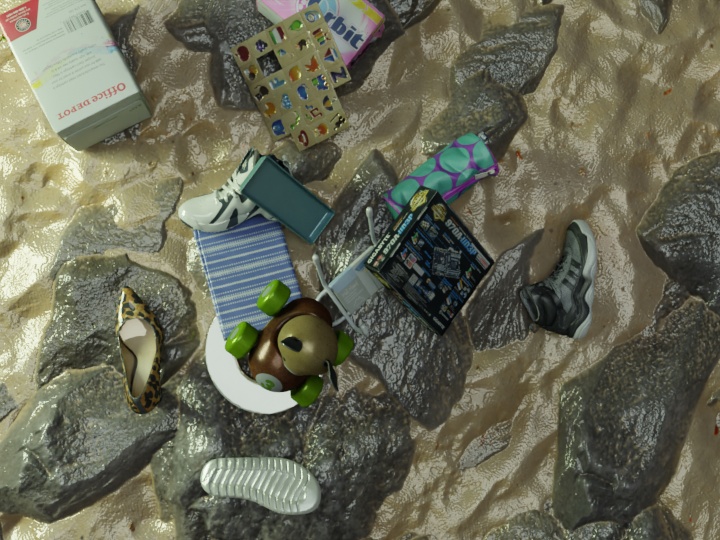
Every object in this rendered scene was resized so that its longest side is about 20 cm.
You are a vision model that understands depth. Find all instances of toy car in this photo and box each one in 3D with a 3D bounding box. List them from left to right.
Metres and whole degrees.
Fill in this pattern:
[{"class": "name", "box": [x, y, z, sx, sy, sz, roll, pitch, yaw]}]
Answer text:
[{"class": "toy car", "box": [-0.091, 0.125, 1.185, 0.164, 0.200, 0.159, 39, 87, -17]}]

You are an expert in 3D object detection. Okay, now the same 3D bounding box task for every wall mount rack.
[{"class": "wall mount rack", "box": [0.000, 0.000, 1.294, 0.200, 0.074, 0.175, -42, 116, -15]}]

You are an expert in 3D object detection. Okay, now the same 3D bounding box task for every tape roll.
[{"class": "tape roll", "box": [-0.154, 0.132, 1.317, 0.199, 0.037, 0.206, 0, 86, -6]}]

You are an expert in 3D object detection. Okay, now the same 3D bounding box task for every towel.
[{"class": "towel", "box": [-0.181, 0.003, 1.306, 0.143, 0.024, 0.203, -15, 74, -11]}]

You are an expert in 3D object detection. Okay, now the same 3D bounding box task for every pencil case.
[{"class": "pencil case", "box": [0.136, -0.145, 1.336, 0.199, 0.085, 0.093, -36, 47, -5]}]

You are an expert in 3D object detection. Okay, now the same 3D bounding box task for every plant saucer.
[{"class": "plant saucer", "box": [-0.115, -0.111, 1.275, 0.019, 0.200, 0.070, 37, 90, 39]}]

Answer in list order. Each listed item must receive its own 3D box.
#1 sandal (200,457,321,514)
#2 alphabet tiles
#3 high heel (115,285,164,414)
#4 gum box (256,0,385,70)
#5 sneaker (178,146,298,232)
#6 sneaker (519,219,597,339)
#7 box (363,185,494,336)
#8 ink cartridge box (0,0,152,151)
[{"class": "sandal", "box": [-0.158, 0.342, 1.301, 0.199, 0.050, 0.084, 11, 71, 8]}, {"class": "alphabet tiles", "box": [-0.100, -0.309, 1.325, 0.165, 0.008, 0.202, -23, 100, 13]}, {"class": "high heel", "box": [-0.348, 0.119, 1.245, 0.070, 0.143, 0.203, -14, 88, -6]}, {"class": "gum box", "box": [-0.063, -0.429, 1.345, 0.199, 0.066, 0.114, 38, 85, -2]}, {"class": "sneaker", "box": [-0.196, -0.138, 1.276, 0.196, 0.131, 0.080, -4, 43, -6]}, {"class": "sneaker", "box": [0.331, 0.013, 1.351, 0.112, 0.075, 0.204, 3, 89, -8]}, {"class": "box", "box": [0.115, -0.012, 1.291, 0.160, 0.046, 0.200, -53, 129, -8]}, {"class": "ink cartridge box", "box": [-0.442, -0.316, 1.263, 0.144, 0.145, 0.202, -27, 89, -7]}]
